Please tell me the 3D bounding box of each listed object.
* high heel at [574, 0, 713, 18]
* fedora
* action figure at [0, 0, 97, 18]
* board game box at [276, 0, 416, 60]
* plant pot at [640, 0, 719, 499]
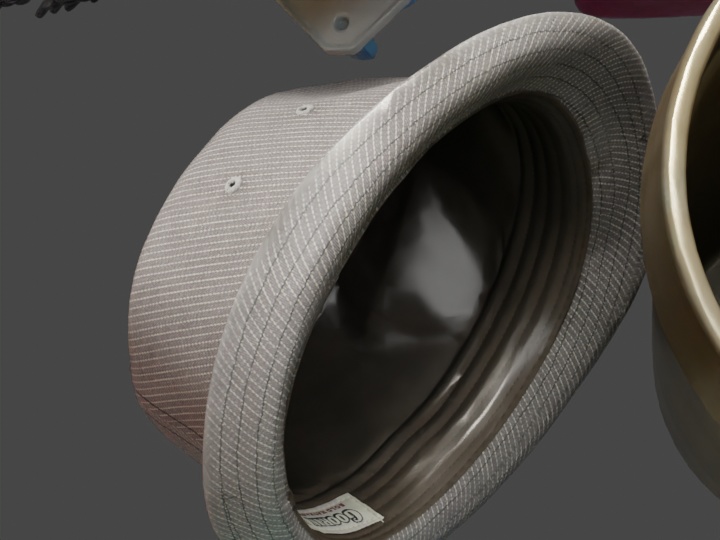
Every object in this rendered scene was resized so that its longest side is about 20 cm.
[{"bbox_3d":[0.175,-0.114,0.948,0.199,0.096,0.068,3,50,-31],"label":"high heel"},{"bbox_3d":[0.000,0.000,0.825,0.090,0.177,0.200,26,64,33],"label":"fedora"},{"bbox_3d":[-0.140,-0.180,0.863,0.119,0.102,0.201,-18,89,-54],"label":"action figure"},{"bbox_3d":[0.005,-0.200,0.895,0.200,0.026,0.200,-44,67,2],"label":"board game box"},{"bbox_3d":[0.168,0.009,0.822,0.198,0.174,0.201,3,68,-9],"label":"plant pot"}]
